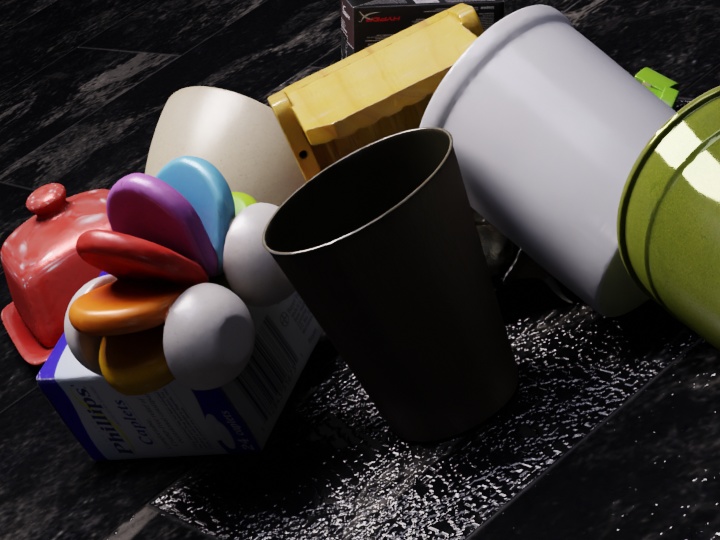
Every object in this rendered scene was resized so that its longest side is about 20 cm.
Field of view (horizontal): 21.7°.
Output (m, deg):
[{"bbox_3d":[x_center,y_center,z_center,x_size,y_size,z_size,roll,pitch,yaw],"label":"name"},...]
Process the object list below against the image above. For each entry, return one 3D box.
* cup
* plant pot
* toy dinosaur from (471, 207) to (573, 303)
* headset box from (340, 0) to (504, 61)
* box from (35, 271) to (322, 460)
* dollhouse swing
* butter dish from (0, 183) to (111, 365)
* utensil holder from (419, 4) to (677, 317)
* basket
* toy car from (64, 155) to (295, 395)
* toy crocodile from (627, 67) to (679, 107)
[{"bbox_3d":[-0.134,-0.061,1.833,0.200,0.200,0.144,0,54,44],"label":"cup"},{"bbox_3d":[0.304,-0.002,1.288,0.200,0.201,0.193,-25,36,-1],"label":"plant pot"},{"bbox_3d":[0.084,-0.011,1.588,0.199,0.077,0.102,-10,21,2],"label":"toy dinosaur"},{"bbox_3d":[0.059,-0.166,1.810,0.148,0.201,0.077,-4,21,-9],"label":"headset box"},{"bbox_3d":[-0.149,0.060,1.630,0.200,0.105,0.184,-7,40,35],"label":"box"},{"bbox_3d":[0.042,-0.123,1.669,0.200,0.182,0.176,-26,34,-2],"label":"dollhouse swing"},{"bbox_3d":[-0.293,-0.021,1.920,0.200,0.148,0.199,-30,23,-10],"label":"butter dish"},{"bbox_3d":[0.173,-0.085,1.489,0.170,0.170,0.200,-36,63,-24],"label":"utensil holder"},{"bbox_3d":[0.035,0.021,1.452,0.136,0.200,0.180,1,34,46],"label":"basket"},{"bbox_3d":[-0.155,-0.006,1.486,0.175,0.150,0.200,3,48,41],"label":"toy car"},{"bbox_3d":[0.246,-0.127,1.732,0.067,0.062,0.200,21,45,10],"label":"toy crocodile"}]
